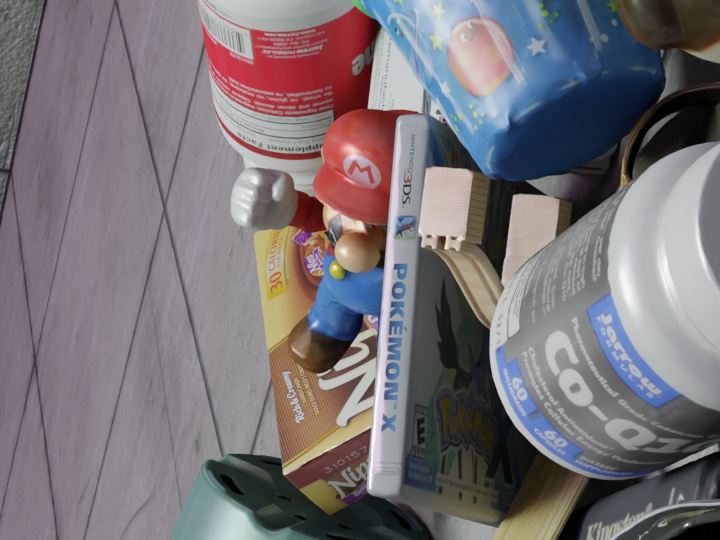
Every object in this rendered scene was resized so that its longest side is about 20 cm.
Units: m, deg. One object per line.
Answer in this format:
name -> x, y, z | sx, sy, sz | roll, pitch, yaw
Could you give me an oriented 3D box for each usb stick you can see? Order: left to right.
usb stick -> 0.128, 0.124, 1.095 | 0.056, 0.032, 0.200 | -68, 12, -21

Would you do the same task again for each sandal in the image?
sandal -> 0.150, -0.047, 1.066 | 0.200, 0.054, 0.082 | 144, 131, -68

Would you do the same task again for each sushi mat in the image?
sushi mat -> 0.075, 0.145, 1.162 | 0.201, 0.012, 0.096 | -60, 6, -18

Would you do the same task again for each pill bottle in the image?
pill bottle -> -0.039, -0.134, 1.443 | 0.201, 0.111, 0.113 | 84, 180, -51
pill bottle -> 0.138, 0.014, 0.978 | 0.200, 0.113, 0.115 | 137, 137, -66

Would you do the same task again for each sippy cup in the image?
sippy cup -> 0.075, -0.118, 1.104 | 0.139, 0.178, 0.131 | -33, 67, 21

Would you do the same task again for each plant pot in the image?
plant pot -> -0.056, 0.229, 1.434 | 0.200, 0.199, 0.197 | -131, 60, -68

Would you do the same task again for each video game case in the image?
video game case -> 0.056, 0.033, 1.198 | 0.200, 0.022, 0.184 | 25, -112, -65

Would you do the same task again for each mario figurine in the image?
mario figurine -> 0.000, 0.000, 1.251 | 0.201, 0.123, 0.106 | 93, 157, -52

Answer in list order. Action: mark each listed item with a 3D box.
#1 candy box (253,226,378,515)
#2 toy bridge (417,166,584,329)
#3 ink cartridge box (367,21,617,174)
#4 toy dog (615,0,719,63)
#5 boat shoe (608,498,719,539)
candy box -> 0.003, 0.036, 1.423 | 0.116, 0.056, 0.201 | -28, 42, 19
toy bridge -> 0.082, -0.002, 1.116 | 0.200, 0.027, 0.068 | 14, -97, -62
ink cartridge box -> 0.075, -0.130, 1.307 | 0.200, 0.082, 0.148 | -173, 90, -73
toy dog -> 0.147, -0.180, 0.998 | 0.194, 0.139, 0.201 | 122, 148, -47
boat shoe -> 0.140, 0.123, 0.952 | 0.200, 0.056, 0.069 | -28, 68, 55
